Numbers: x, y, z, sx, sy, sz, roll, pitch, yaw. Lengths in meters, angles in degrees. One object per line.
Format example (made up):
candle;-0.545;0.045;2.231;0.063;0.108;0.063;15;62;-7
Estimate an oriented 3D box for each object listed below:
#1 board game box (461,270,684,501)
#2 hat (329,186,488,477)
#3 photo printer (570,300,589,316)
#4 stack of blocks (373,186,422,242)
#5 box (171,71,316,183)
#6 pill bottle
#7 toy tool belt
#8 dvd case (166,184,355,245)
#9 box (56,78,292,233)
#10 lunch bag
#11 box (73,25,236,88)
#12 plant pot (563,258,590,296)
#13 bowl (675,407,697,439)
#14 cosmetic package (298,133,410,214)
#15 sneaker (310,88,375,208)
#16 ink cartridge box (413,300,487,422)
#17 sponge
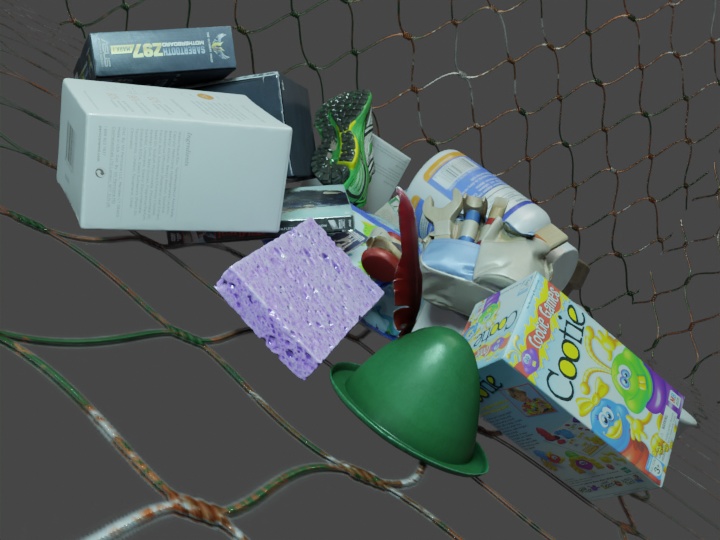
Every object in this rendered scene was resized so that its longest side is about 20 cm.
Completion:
board game box;0.194;0.114;0.858;0.199;0.104;0.105;38;-33;-12
hat;0.079;0.057;0.770;0.164;0.178;0.200;31;8;14
photo printer;0.313;0.117;1.410;0.198;0.069;0.169;25;43;-37
stack of blocks;0.088;-0.002;1.200;0.202;0.058;0.115;54;33;0
box;-0.165;-0.161;1.109;0.192;0.127;0.200;-9;5;8
pill bottle;0.152;-0.044;1.048;0.199;0.113;0.111;40;12;29
toy tool belt;0.111;-0.023;0.947;0.196;0.124;0.126;17;-35;14
dvd case;-0.108;-0.063;0.994;0.195;0.023;0.146;-6;19;-3
box;-0.187;-0.114;0.891;0.196;0.109;0.152;1;21;-27
lunch bag;0.000;0.000;1.063;0.169;0.130;0.198;33;18;35
box;-0.242;-0.232;1.039;0.154;0.052;0.199;-10;5;-23
plant pot;0.271;0.036;1.541;0.197;0.178;0.200;23;0;0
bowl;0.359;0.193;1.261;0.198;0.092;0.201;30;8;-4
cosmetic package;-0.026;-0.105;1.302;0.081;0.202;0.112;36;8;40
sneaker;-0.018;-0.163;1.187;0.076;0.203;0.086;-9;-43;22
ink cartridge box;0.167;0.082;1.049;0.145;0.086;0.198;37;28;26
sponge;-0.049;0.019;0.833;0.112;0.030;0.200;46;23;1
